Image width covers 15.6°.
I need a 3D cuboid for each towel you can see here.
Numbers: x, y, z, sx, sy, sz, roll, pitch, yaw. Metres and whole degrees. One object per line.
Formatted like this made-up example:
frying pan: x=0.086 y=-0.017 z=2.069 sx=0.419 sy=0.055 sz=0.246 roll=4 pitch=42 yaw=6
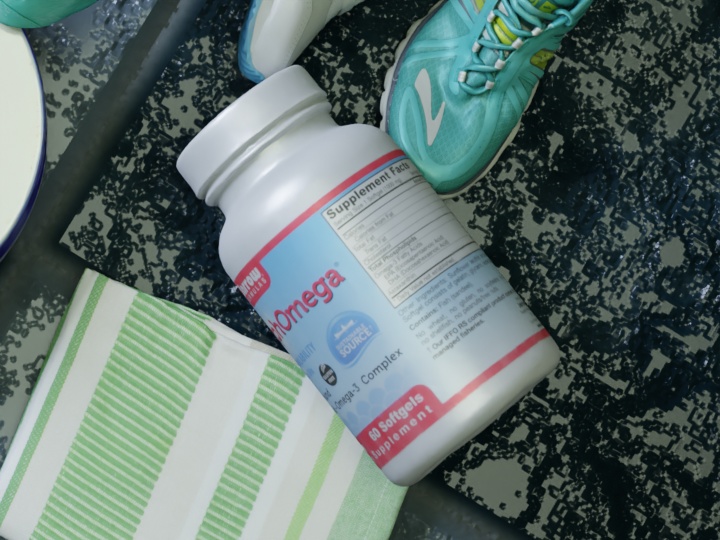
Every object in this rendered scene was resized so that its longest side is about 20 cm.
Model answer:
towel: x=-0.078 y=0.103 z=1.348 sx=0.199 sy=0.023 sz=0.153 roll=24 pitch=85 yaw=-8

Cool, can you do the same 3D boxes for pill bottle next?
pill bottle: x=0.000 y=0.000 z=1.315 sx=0.109 sy=0.109 sz=0.200 roll=-38 pitch=84 yaw=-8

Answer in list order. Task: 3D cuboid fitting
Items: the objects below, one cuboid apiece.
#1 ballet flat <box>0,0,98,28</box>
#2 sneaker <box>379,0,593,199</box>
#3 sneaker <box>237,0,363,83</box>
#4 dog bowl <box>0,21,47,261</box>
ballet flat: x=-0.102 y=-0.179 z=1.295 sx=0.200 sy=0.070 sz=0.068 roll=-36 pitch=96 yaw=-36
sneaker: x=0.076 y=-0.130 z=1.353 sx=0.077 sy=0.080 sz=0.201 roll=32 pitch=84 yaw=-6
sneaker: x=0.007 y=-0.175 z=1.348 sx=0.081 sy=0.077 sz=0.200 roll=34 pitch=85 yaw=-7
dog bowl: x=-0.254 y=-0.071 z=1.302 sx=0.199 sy=0.079 sz=0.201 roll=0 pitch=87 yaw=-8
